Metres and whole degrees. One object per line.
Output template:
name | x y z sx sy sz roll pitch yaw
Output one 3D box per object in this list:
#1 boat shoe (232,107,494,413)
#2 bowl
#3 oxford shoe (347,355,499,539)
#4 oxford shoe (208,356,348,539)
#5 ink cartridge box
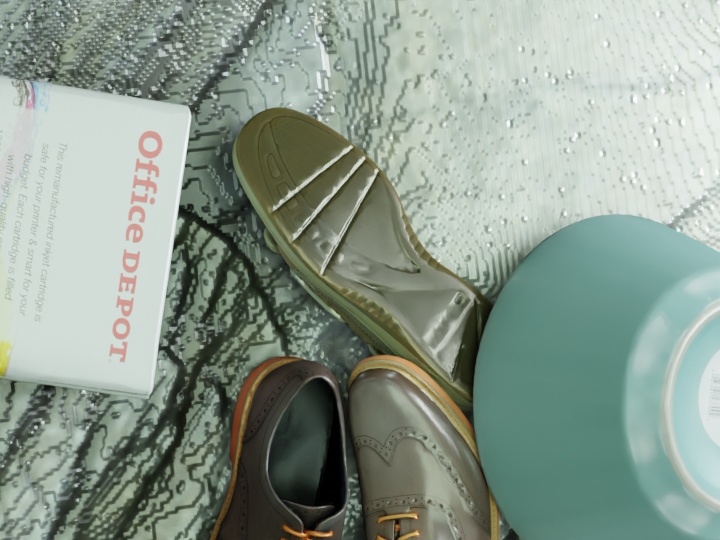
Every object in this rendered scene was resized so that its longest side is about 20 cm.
boat shoe | 0.002 -0.001 1.529 0.201 0.063 0.073 43 64 -8
bowl | 0.168 0.070 1.516 0.201 0.105 0.201 -1 92 -35
oxford shoe | 0.035 0.143 1.506 0.071 0.073 0.200 -14 103 29
oxford shoe | -0.043 0.146 1.503 0.071 0.073 0.200 3 89 -16
ink cartridge box | -0.202 -0.022 1.422 0.200 0.146 0.147 9 87 -15
